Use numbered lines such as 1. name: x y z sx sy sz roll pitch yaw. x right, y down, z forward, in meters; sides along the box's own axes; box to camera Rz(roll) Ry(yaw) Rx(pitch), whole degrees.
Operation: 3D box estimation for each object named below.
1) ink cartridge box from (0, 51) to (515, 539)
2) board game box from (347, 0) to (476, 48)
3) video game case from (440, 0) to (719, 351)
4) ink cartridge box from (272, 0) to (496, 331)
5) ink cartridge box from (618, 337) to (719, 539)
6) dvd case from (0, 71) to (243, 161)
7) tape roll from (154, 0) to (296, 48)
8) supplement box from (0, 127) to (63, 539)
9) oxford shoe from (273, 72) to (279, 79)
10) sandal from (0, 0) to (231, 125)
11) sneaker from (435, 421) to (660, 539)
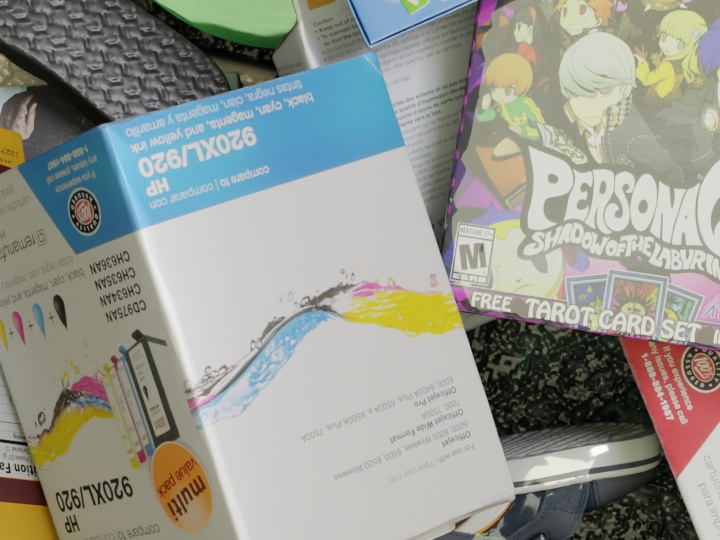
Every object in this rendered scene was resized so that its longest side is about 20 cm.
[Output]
1. ink cartridge box: -0.055 0.033 1.042 0.144 0.147 0.201 -19 91 -37
2. board game box: 0.031 -0.211 0.999 0.151 0.037 0.200 -23 110 5
3. video game case: 0.141 -0.058 1.062 0.199 0.036 0.182 9 92 5
4. ink cartridge box: 0.062 -0.086 1.128 0.196 0.043 0.201 -21 97 -26
5. ink cartridge box: 0.237 0.059 1.111 0.199 0.084 0.145 -23 75 7
6. dvd case: -0.119 0.008 1.154 0.145 0.022 0.201 -4 78 -7
7. tape roll: -0.032 -0.205 1.151 0.200 0.048 0.201 0 98 1
8. supplement box: -0.252 0.049 1.088 0.197 0.133 0.201 -18 73 26
9. oxford shoe: 0.000 0.000 1.154 0.071 0.071 0.201 -14 92 -30
10. sandal: -0.149 -0.119 1.158 0.200 0.048 0.075 44 68 -1
11. sneaker: 0.052 0.125 1.187 0.199 0.078 0.080 -12 94 14
